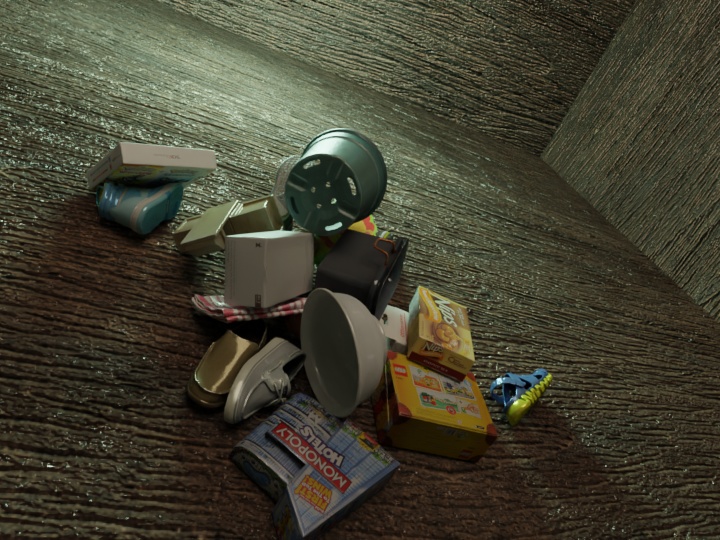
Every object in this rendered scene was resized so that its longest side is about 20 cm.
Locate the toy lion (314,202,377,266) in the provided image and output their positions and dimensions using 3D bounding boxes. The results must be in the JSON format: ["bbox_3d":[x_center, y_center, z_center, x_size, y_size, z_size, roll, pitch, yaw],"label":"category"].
[{"bbox_3d":[-0.032,-0.054,1.162,0.191,0.069,0.200,-38,72,-24],"label":"toy lion"}]

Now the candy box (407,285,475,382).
[{"bbox_3d":[0.154,0.117,1.022,0.114,0.056,0.201,25,24,-5],"label":"candy box"}]

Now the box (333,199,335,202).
[{"bbox_3d":[-0.033,-0.092,1.310,0.093,0.079,0.202,18,31,-15],"label":"box"}]

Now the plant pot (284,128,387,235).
[{"bbox_3d":[-0.054,-0.167,1.031,0.197,0.203,0.196,27,21,0],"label":"plant pot"}]

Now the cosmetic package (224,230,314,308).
[{"bbox_3d":[-0.151,-0.008,0.906,0.079,0.116,0.200,5,6,18],"label":"cosmetic package"}]

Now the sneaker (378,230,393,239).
[{"bbox_3d":[0.058,-0.026,1.310,0.080,0.074,0.201,33,35,-8],"label":"sneaker"}]

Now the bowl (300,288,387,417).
[{"bbox_3d":[-0.018,0.125,0.850,0.089,0.204,0.202,-7,43,-31],"label":"bowl"}]

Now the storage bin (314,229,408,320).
[{"bbox_3d":[0.000,0.000,1.007,0.132,0.148,0.201,19,38,10],"label":"storage bin"}]

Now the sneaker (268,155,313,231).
[{"bbox_3d":[-0.172,-0.158,1.209,0.076,0.147,0.205,23,56,0],"label":"sneaker"}]

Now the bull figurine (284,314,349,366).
[{"bbox_3d":[-0.046,0.127,0.975,0.198,0.066,0.121,35,27,9],"label":"bull figurine"}]

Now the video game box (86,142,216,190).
[{"bbox_3d":[-0.424,-0.205,1.071,0.198,0.180,0.048,-8,84,-46],"label":"video game box"}]

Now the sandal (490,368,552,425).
[{"bbox_3d":[0.339,0.245,1.107,0.087,0.081,0.198,39,29,27],"label":"sandal"}]

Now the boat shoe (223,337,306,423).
[{"bbox_3d":[-0.139,0.169,0.813,0.070,0.071,0.201,16,24,11],"label":"boat shoe"}]

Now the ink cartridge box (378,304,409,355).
[{"bbox_3d":[0.108,0.151,1.063,0.197,0.068,0.118,23,28,-11],"label":"ink cartridge box"}]

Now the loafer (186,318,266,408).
[{"bbox_3d":[-0.205,0.134,0.824,0.075,0.068,0.201,25,28,0],"label":"loafer"}]

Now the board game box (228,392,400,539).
[{"bbox_3d":[-0.073,0.276,0.722,0.198,0.062,0.199,36,30,14],"label":"board game box"}]

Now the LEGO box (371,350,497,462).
[{"bbox_3d":[0.124,0.239,0.929,0.196,0.078,0.150,17,30,-19],"label":"LEGO box"}]

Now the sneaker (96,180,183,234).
[{"bbox_3d":[-0.446,-0.147,1.053,0.128,0.081,0.201,19,21,-1],"label":"sneaker"}]

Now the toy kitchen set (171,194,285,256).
[{"bbox_3d":[-0.248,-0.019,1.024,0.196,0.184,0.164,-13,26,10],"label":"toy kitchen set"}]

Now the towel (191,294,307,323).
[{"bbox_3d":[-0.179,0.057,0.921,0.197,0.031,0.145,-5,8,-39],"label":"towel"}]
